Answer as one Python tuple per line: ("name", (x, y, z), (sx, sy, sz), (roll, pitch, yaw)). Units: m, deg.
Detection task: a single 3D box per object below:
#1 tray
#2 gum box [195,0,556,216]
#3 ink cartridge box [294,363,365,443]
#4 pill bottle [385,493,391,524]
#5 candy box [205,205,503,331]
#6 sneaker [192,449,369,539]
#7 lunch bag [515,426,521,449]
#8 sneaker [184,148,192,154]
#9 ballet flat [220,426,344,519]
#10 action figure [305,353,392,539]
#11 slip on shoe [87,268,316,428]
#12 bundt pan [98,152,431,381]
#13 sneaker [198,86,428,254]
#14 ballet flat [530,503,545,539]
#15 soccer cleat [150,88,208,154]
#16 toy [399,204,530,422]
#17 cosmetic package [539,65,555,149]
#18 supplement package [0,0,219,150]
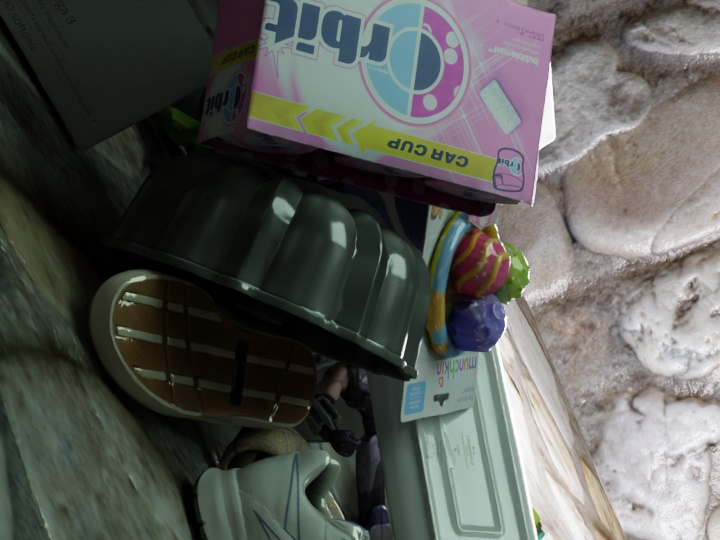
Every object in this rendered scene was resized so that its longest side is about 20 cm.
("tray", (0.062, 0.117, 1.488), (0.107, 0.022, 0.201), (6, 58, -26))
("gum box", (0.016, -0.108, 1.321), (0.066, 0.199, 0.114), (-11, -112, 60))
("ink cartridge box", (0.000, 0.000, 1.645), (0.146, 0.084, 0.201), (58, 46, -32))
("pill bottle", (0.052, 0.183, 1.688), (0.105, 0.104, 0.200), (63, 9, -7))
("candy box", (-0.026, -0.041, 1.500), (0.137, 0.200, 0.061), (56, -19, -10))
("sneaker", (-0.029, 0.181, 1.266), (0.075, 0.087, 0.201), (53, 15, -60))
("lunch bag", (0.053, 0.087, 1.919), (0.200, 0.123, 0.171), (42, 22, -49))
("sneaker", (-0.083, -0.073, 1.708), (0.100, 0.074, 0.202), (175, -102, -78))
("ballet flat", (-0.026, 0.182, 1.384), (0.201, 0.068, 0.067), (57, 14, 10))
("action figure", (0.021, 0.115, 1.546), (0.069, 0.129, 0.202), (2, -78, 65))
("slip on shoe", (-0.100, 0.047, 1.334), (0.200, 0.060, 0.077), (19, 78, -56))
("bundt pan", (-0.048, -0.008, 1.352), (0.201, 0.076, 0.202), (21, -7, 3))
("sneaker", (-0.027, -0.075, 1.429), (0.115, 0.081, 0.199), (12, -13, 44))
("ballet flat", (0.042, 0.202, 1.478), (0.067, 0.067, 0.200), (50, 54, -7))
("soccer cleat", (-0.063, -0.100, 1.610), (0.199, 0.081, 0.068), (21, -24, 28))
("toy", (0.075, -0.008, 1.431), (0.115, 0.047, 0.202), (-4, 100, -63))
("cosmetic package", (0.074, -0.135, 1.569), (0.102, 0.071, 0.200), (55, -2, 14))
("supplement package", (-0.111, -0.181, 1.430), (0.117, 0.199, 0.117), (60, 9, -20))
